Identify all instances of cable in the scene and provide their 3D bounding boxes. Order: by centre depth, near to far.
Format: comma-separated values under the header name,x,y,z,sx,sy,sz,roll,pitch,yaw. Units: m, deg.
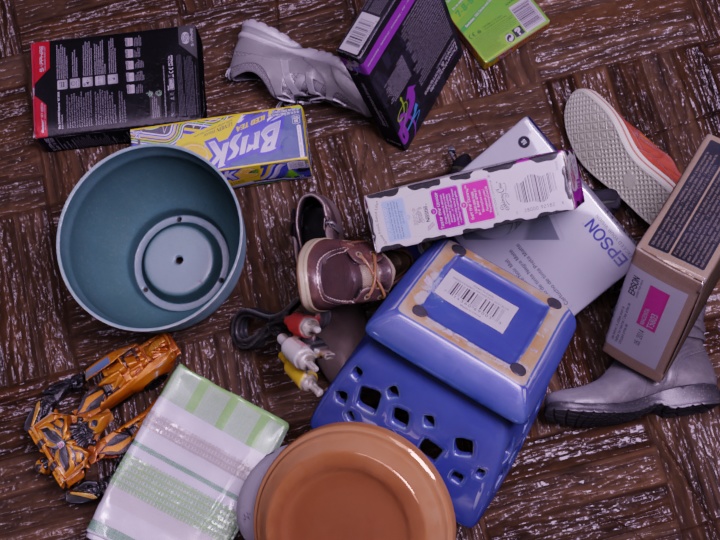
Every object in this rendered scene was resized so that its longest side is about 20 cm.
name,x,y,z,sx,sy,sz,roll,pitch,yaw
cable,-0.090,0.060,1.224,0.050,0.200,0.098,-8,106,-37

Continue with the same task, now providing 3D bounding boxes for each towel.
name,x,y,z,sx,sy,sz,roll,pitch,yaw
towel,-0.177,0.219,1.229,0.149,0.031,0.201,31,80,-19

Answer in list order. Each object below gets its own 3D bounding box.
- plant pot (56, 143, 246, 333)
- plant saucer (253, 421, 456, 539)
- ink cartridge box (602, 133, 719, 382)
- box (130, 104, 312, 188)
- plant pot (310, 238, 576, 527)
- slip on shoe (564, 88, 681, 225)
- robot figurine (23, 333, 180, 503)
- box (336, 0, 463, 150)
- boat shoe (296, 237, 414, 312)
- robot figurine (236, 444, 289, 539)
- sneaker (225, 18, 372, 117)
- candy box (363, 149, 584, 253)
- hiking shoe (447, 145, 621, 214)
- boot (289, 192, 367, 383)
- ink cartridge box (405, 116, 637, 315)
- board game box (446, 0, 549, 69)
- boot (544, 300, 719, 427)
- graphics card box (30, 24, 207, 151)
name,x,y,z,sx,sy,sz,roll,pitch,yaw
plant pot,-0.212,-0.021,1.277,0.199,0.134,0.201,-2,77,7
plant saucer,-0.010,0.245,1.108,0.199,0.037,0.201,0,92,13
ink cartridge box,0.322,-0.009,1.170,0.075,0.200,0.165,29,62,17
box,-0.158,-0.134,1.344,0.199,0.064,0.070,-8,74,0
plant pot,0.092,0.096,1.167,0.199,0.180,0.200,31,41,10
slip on shoe,0.304,-0.127,1.324,0.061,0.074,0.200,-18,60,-42
robot figurine,-0.269,0.159,1.271,0.200,0.058,0.145,-34,75,-7
box,0.049,-0.241,1.294,0.036,0.200,0.143,24,76,26
boat shoe,0.000,0.000,1.164,0.072,0.200,0.073,-7,89,23
robot figurine,-0.032,0.265,1.198,0.200,0.125,0.150,35,76,11
sneaker,-0.066,-0.217,1.367,0.199,0.075,0.082,27,87,20
candy box,0.117,-0.071,1.172,0.199,0.136,0.061,-13,93,15
hiking shoe,0.192,-0.101,1.309,0.199,0.076,0.101,2,79,4
boot,-0.039,0.018,1.252,0.070,0.146,0.201,-12,74,3
ink cartridge box,0.166,-0.027,1.257,0.200,0.041,0.200,-42,86,16
board game box,0.130,-0.345,1.407,0.095,0.030,0.200,-33,78,-7
boot,0.284,0.095,1.263,0.199,0.070,0.132,-4,71,-10
graphics card box,-0.283,-0.215,1.380,0.199,0.051,0.126,-7,74,2
